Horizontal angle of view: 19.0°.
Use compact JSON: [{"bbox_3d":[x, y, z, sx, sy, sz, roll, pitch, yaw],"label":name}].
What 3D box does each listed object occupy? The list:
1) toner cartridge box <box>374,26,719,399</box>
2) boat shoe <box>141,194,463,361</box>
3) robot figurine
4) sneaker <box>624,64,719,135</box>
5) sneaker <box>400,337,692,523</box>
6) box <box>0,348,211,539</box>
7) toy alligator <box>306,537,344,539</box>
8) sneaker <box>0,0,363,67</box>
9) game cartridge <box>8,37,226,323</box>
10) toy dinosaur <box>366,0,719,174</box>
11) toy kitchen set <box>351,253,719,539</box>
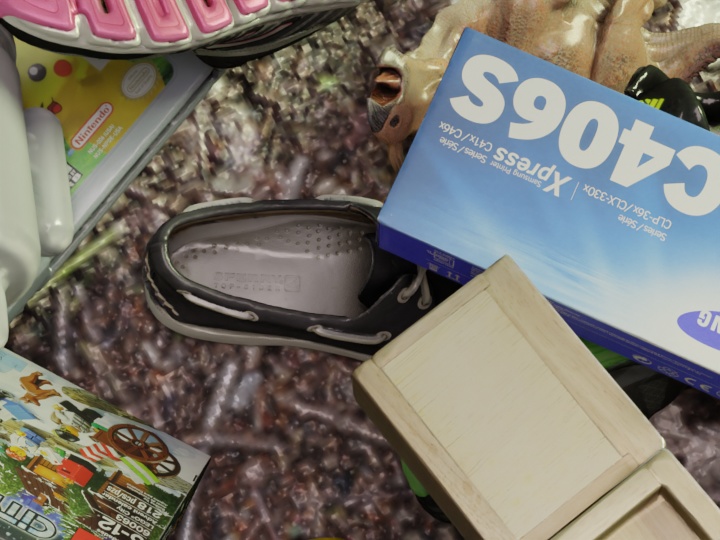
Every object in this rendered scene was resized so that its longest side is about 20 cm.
[{"bbox_3d":[0.114,-0.017,0.897,0.199,0.043,0.096,23,78,6],"label":"toner cartridge box"},{"bbox_3d":[0.000,0.000,0.982,0.198,0.060,0.074,6,73,-5],"label":"boat shoe"},{"bbox_3d":[-0.197,-0.049,0.906,0.169,0.113,0.201,12,58,-40],"label":"robot figurine"},{"bbox_3d":[0.117,-0.047,0.964,0.199,0.088,0.074,-11,46,-23],"label":"sneaker"},{"bbox_3d":[0.100,0.054,0.980,0.199,0.084,0.077,-19,46,-23],"label":"sneaker"},{"bbox_3d":[-0.175,0.076,0.915,0.199,0.137,0.038,27,113,1],"label":"box"},{"bbox_3d":[-0.008,0.147,0.950,0.198,0.054,0.060,-6,70,-8],"label":"toy alligator"},{"bbox_3d":[-0.075,-0.124,0.940,0.199,0.087,0.074,-14,80,-29],"label":"sneaker"},{"bbox_3d":[-0.155,-0.087,1.002,0.133,0.040,0.200,37,77,7],"label":"game cartridge"},{"bbox_3d":[0.090,-0.095,1.005,0.198,0.086,0.137,10,85,-16],"label":"toy dinosaur"},{"bbox_3d":[0.116,0.090,0.908,0.163,0.200,0.181,-37,74,-11],"label":"toy kitchen set"}]
